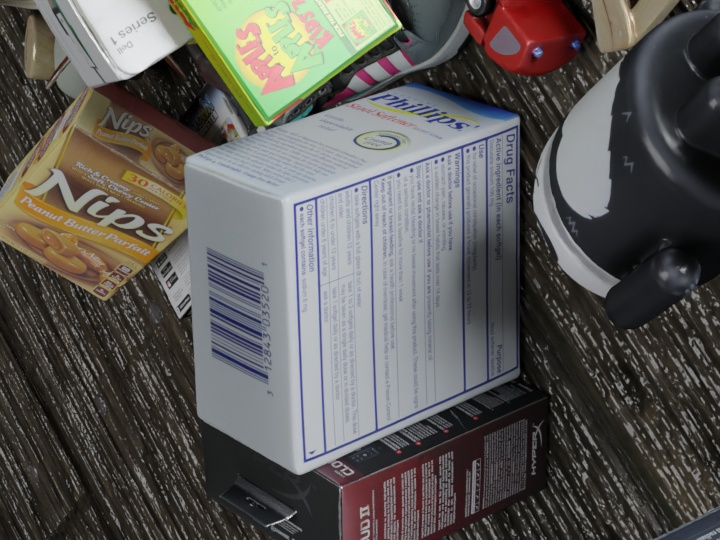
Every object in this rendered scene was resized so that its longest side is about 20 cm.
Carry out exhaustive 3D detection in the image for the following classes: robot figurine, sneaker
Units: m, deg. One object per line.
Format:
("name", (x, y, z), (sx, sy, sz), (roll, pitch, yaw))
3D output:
("robot figurine", (0.170, -0.060, 1.114), (0.125, 0.150, 0.200), (55, 150, 6))
("sneaker", (-0.015, -0.150, 1.332), (0.200, 0.120, 0.084), (-30, 81, 54))

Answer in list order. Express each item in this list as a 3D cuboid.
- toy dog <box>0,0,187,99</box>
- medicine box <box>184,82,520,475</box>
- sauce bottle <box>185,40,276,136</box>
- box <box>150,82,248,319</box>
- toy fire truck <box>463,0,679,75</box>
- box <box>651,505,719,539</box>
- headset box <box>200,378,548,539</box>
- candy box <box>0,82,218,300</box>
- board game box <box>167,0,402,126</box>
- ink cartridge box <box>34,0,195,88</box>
("toy dog", (-0.192, -0.153, 1.536), (0.200, 0.131, 0.097), (67, -161, -85))
("medicine box", (0.000, 0.000, 1.315), (0.103, 0.199, 0.183), (23, 124, 43))
("sauce bottle", (-0.099, -0.179, 1.483), (0.201, 0.066, 0.066), (61, 144, 11))
("box", (-0.111, -0.056, 1.581), (0.111, 0.035, 0.200), (62, 144, 12))
("toy fire truck", (0.135, -0.171, 1.170), (0.141, 0.049, 0.201), (55, 142, 31))
("box", (0.235, 0.274, 1.202), (0.200, 0.117, 0.198), (39, 134, 38))
("headset box", (0.001, 0.118, 1.370), (0.148, 0.199, 0.075), (25, 125, 44))
("candy box", (-0.192, -0.058, 1.561), (0.115, 0.056, 0.200), (31, 148, -16))
("board game box", (-0.075, -0.195, 1.226), (0.200, 0.101, 0.048), (55, 173, -10))
("ink cartridge box", (-0.125, -0.189, 1.343), (0.085, 0.146, 0.200), (58, 171, -9))
